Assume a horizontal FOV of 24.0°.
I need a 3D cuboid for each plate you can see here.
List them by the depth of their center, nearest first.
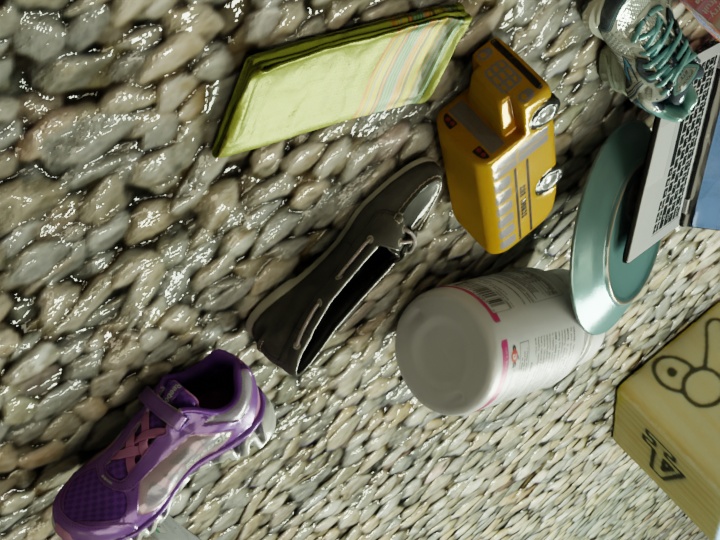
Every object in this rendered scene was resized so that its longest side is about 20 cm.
[{"bbox_3d":[0.243,-0.037,1.548,0.200,0.025,0.201,-32,129,-51],"label":"plate"}]

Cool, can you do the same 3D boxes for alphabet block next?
[{"bbox_3d":[0.461,0.196,2.173,0.195,0.200,0.197,-36,155,-13],"label":"alphabet block"}]

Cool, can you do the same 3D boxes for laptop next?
[{"bbox_3d":[0.343,-0.101,1.530,0.200,0.115,0.188,-30,135,-53],"label":"laptop"}]

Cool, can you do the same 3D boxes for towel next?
[{"bbox_3d":[-0.009,-0.126,1.135,0.199,0.018,0.086,-21,147,-41],"label":"towel"}]

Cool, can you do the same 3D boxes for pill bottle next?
[{"bbox_3d":[0.133,0.059,1.542,0.199,0.113,0.114,-12,141,-49],"label":"pill bottle"}]

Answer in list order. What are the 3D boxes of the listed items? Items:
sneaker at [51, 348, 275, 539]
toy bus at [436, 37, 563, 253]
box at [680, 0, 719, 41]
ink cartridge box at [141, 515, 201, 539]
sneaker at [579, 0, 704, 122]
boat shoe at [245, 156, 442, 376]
[{"bbox_3d":[-0.150,0.126,1.269,0.200,0.080,0.089,-36,149,-27],"label":"sneaker"},{"bbox_3d":[0.107,-0.094,1.313,0.078,0.065,0.200,-37,156,-9],"label":"toy bus"},{"bbox_3d":[0.366,-0.265,1.395,0.200,0.095,0.103,-48,155,10],"label":"box"},{"bbox_3d":[-0.203,0.283,1.479,0.161,0.050,0.200,-46,160,4],"label":"ink cartridge box"},{"bbox_3d":[0.235,-0.181,1.339,0.078,0.086,0.200,-44,156,0],"label":"sneaker"},{"bbox_3d":[0.000,0.000,1.307,0.200,0.057,0.067,-44,156,2],"label":"boat shoe"}]
